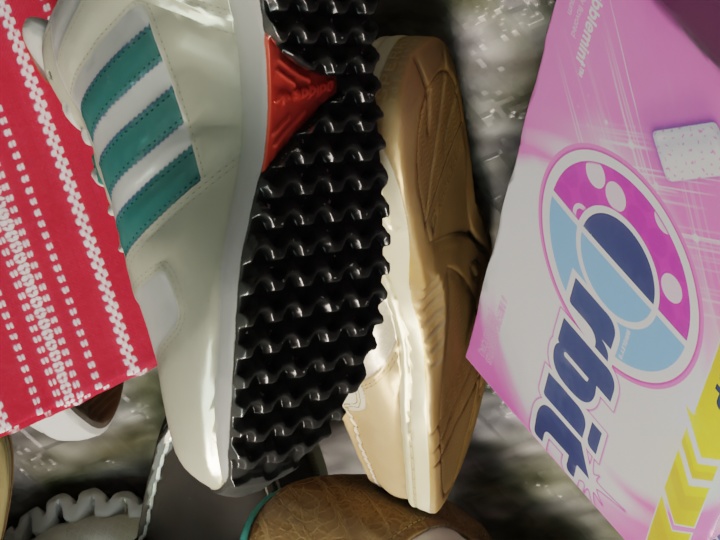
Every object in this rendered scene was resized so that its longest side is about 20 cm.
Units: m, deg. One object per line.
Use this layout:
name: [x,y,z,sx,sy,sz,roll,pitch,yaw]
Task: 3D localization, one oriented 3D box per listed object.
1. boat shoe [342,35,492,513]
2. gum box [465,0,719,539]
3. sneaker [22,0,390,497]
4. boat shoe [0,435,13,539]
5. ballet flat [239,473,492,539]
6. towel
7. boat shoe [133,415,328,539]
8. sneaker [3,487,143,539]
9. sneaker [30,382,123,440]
boat shoe: [0.000,0.000,0.807,0.069,0.074,0.201,10,138,17]
gum box: [0.101,-0.003,0.735,0.066,0.114,0.201,-23,147,-27]
sneaker: [-0.048,-0.040,0.712,0.093,0.070,0.201,6,100,35]
boat shoe: [-0.163,0.143,0.906,0.072,0.068,0.201,1,97,6]
ballet flat: [0.041,0.126,0.895,0.072,0.068,0.200,22,170,42]
towel: [-0.143,-0.009,0.748,0.199,0.022,0.145,-23,113,-11]
boat shoe: [-0.051,0.133,0.894,0.071,0.061,0.203,6,105,19]
sneaker: [-0.136,0.141,0.972,0.199,0.081,0.075,-16,131,23]
sneaker: [-0.151,-0.022,0.809,0.084,0.073,0.200,-16,121,29]
